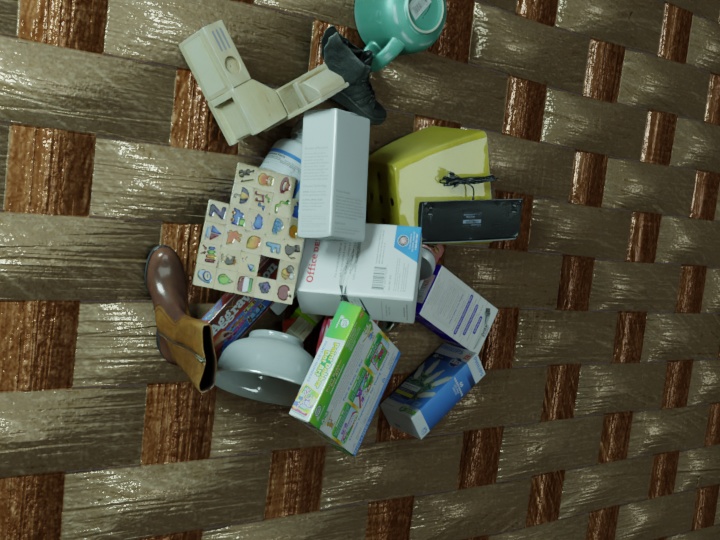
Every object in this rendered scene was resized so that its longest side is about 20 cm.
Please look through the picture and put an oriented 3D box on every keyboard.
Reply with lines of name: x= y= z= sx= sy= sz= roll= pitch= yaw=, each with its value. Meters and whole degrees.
keyboard: x=0.195 y=-0.113 z=1.540 sx=0.197 sy=0.021 sz=0.129 roll=-3 pitch=109 yaw=-19

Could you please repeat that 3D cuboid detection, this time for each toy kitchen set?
toy kitchen set: x=-0.134 y=-0.331 z=1.387 sx=0.200 sy=0.162 sz=0.182 roll=-38 pitch=106 yaw=-39

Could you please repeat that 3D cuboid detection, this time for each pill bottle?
pill bottle: x=-0.119 y=-0.148 z=1.470 sx=0.112 sy=0.112 sz=0.201 roll=40 pitch=74 yaw=-35

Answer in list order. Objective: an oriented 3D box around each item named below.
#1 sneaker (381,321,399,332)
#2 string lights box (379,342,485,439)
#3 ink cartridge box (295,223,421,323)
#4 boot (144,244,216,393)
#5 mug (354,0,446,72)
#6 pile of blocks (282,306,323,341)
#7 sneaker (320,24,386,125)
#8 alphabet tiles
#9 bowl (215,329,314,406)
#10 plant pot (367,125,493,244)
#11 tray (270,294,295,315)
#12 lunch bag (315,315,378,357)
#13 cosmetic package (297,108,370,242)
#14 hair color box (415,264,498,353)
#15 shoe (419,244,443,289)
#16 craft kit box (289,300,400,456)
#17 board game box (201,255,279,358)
sneaker: x=0.029 y=0.033 z=1.638 sx=0.201 sy=0.070 sz=0.076 roll=52 pitch=56 yaw=-33
string lights box: x=0.145 y=0.237 z=1.750 sx=0.200 sy=0.102 sz=0.059 roll=-41 pitch=120 yaw=-25
ink cartridge box: x=0.000 y=0.000 z=1.480 sx=0.085 sy=0.197 sz=0.146 roll=83 pitch=14 yaw=-57
boot: x=-0.273 y=0.068 z=1.330 sx=0.068 sy=0.199 sz=0.191 roll=0 pitch=100 yaw=-27
mug: x=0.080 y=-0.449 z=1.568 sx=0.150 sy=0.114 sz=0.188 roll=-6 pitch=102 yaw=-37
pile of blocks: x=-0.088 y=0.062 z=1.574 sx=0.062 sy=0.082 sz=0.200 roll=39 pitch=62 yaw=1
sneaker: x=-0.005 y=-0.336 z=1.529 sx=0.198 sy=0.060 sz=0.104 roll=26 pitch=123 yaw=-35
alphabet tiles: x=-0.166 y=-0.061 z=1.385 sx=0.165 sy=0.008 sz=0.203 roll=13 pitch=85 yaw=-23
bowl: x=-0.148 y=0.157 z=1.467 sx=0.200 sy=0.200 sz=0.092 roll=29 pitch=63 yaw=-37
plant pot: x=0.113 y=-0.146 z=1.611 sx=0.174 sy=0.200 sz=0.203 roll=-14 pitch=107 yaw=-23
tray: x=-0.118 y=-0.030 z=1.549 sx=0.201 sy=0.022 sz=0.108 roll=-52 pitch=125 yaw=-19
lunch bag: x=-0.020 y=0.140 z=1.581 sx=0.176 sy=0.081 sz=0.203 roll=-15 pitch=120 yaw=-74
cosmetic package: x=-0.042 y=-0.150 z=1.409 sx=0.101 sy=0.073 sz=0.203 roll=6 pitch=85 yaw=-56
hair color box: x=0.183 y=0.079 z=1.777 sx=0.199 sy=0.064 sz=0.110 roll=35 pitch=76 yaw=-35
shoe: x=0.115 y=-0.030 z=1.643 sx=0.071 sy=0.200 sz=0.092 roll=28 pitch=73 yaw=5
craft kit box: x=-0.019 y=0.182 z=1.443 sx=0.202 sy=0.048 sz=0.198 roll=-64 pitch=151 yaw=-17
board game box: x=-0.189 y=0.052 z=1.463 sx=0.200 sy=0.019 sz=0.103 roll=-48 pitch=148 yaw=-10
